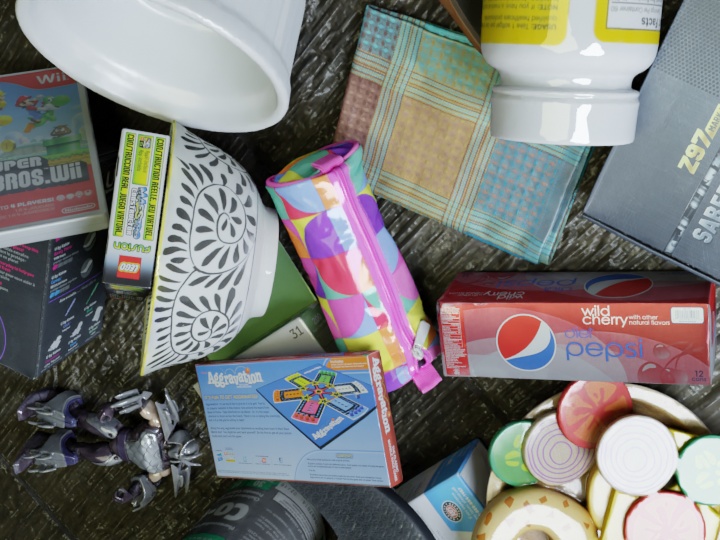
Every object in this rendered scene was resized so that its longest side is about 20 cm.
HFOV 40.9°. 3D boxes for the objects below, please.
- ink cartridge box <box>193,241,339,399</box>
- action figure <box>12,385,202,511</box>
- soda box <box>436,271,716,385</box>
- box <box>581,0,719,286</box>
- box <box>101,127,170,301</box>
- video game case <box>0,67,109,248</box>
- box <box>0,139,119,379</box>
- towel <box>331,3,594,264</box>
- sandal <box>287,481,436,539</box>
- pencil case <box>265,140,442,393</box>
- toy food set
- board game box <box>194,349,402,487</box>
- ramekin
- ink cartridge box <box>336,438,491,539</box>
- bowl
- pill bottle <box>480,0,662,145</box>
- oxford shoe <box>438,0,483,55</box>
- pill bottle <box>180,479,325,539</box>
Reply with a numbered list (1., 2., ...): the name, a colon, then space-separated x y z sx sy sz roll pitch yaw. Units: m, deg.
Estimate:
1. ink cartridge box: -0.093 0.065 0.858 0.145 0.048 0.201 -32 97 30
2. action figure: -0.244 0.171 0.952 0.198 0.069 0.132 4 106 19
3. soda box: 0.161 0.040 0.722 0.198 0.070 0.064 0 110 23
4. box: 0.260 -0.092 0.640 0.157 0.051 0.201 29 118 13
5. box: -0.179 -0.036 0.763 0.034 0.200 0.111 7 84 -13
6. video game case: -0.285 -0.094 0.777 0.141 0.201 0.018 -11 138 -13
7. box: -0.303 -0.026 0.880 0.121 0.106 0.202 21 116 13
8. towel: 0.076 -0.103 0.734 0.198 0.022 0.148 23 116 14
9. sandal: 0.007 0.199 0.799 0.200 0.043 0.076 48 114 25
10. pencil case: 0.000 0.000 0.762 0.088 0.088 0.201 -17 108 28
11. toy food set: 0.190 0.180 0.739 0.198 0.049 0.200 14 95 3
12. board game box: -0.056 0.121 0.793 0.199 0.019 0.104 -7 96 40
13. ramekin: -0.134 -0.189 0.696 0.198 0.201 0.099 11 74 20
14. ink cartridge box: 0.056 0.250 0.849 0.200 0.068 0.116 -38 90 30
15. bowl: -0.119 -0.013 0.773 0.093 0.201 0.203 7 116 -13
16. pill bottle: 0.134 -0.185 0.612 0.113 0.114 0.202 7 104 21
17. oxford shoe: 0.055 -0.230 0.681 0.201 0.071 0.071 58 152 -6
18. pill bottle: -0.118 0.277 0.859 0.112 0.200 0.114 8 112 20
